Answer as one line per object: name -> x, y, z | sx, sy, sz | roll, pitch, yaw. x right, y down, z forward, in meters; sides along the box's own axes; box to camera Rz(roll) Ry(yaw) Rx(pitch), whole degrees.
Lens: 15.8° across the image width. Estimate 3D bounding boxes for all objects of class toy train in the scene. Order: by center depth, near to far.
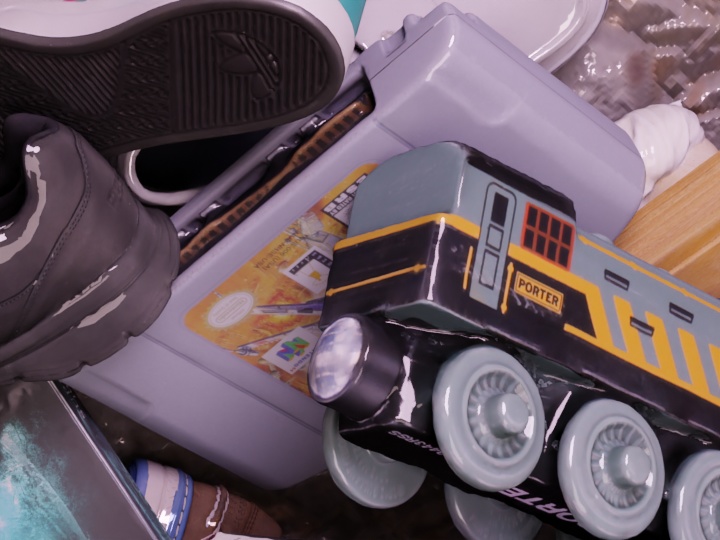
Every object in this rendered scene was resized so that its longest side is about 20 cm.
toy train -> 0.069, 0.038, 0.875 | 0.199, 0.085, 0.115 | 24, 66, -32

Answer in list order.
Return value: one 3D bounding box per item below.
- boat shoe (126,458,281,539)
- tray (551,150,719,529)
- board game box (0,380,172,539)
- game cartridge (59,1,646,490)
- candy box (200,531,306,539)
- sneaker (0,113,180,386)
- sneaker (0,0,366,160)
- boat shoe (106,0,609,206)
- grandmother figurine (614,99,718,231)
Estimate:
boat shoe -> -0.085, 0.176, 0.990 | 0.072, 0.072, 0.201 | 18, 104, -10
tray -> 0.129, 0.021, 0.968 | 0.200, 0.037, 0.099 | -37, 123, 24
board game box -> -0.136, 0.116, 0.938 | 0.135, 0.028, 0.201 | -34, 89, 4
game cartridge -> 0.000, 0.000, 0.928 | 0.200, 0.042, 0.133 | -39, 130, 21
candy box -> 0.033, 0.167, 0.861 | 0.198, 0.061, 0.138 | 4, 100, 17
sneaker -> -0.161, 0.019, 0.872 | 0.200, 0.076, 0.091 | -38, 129, -5
sneaker -> -0.078, -0.108, 0.892 | 0.199, 0.121, 0.084 | -2, 136, 28
boat shoe -> 0.003, -0.067, 0.932 | 0.199, 0.065, 0.074 | -25, 113, -4
grandmother figurine -> 0.175, -0.018, 0.996 | 0.199, 0.061, 0.122 | 16, 96, -21
